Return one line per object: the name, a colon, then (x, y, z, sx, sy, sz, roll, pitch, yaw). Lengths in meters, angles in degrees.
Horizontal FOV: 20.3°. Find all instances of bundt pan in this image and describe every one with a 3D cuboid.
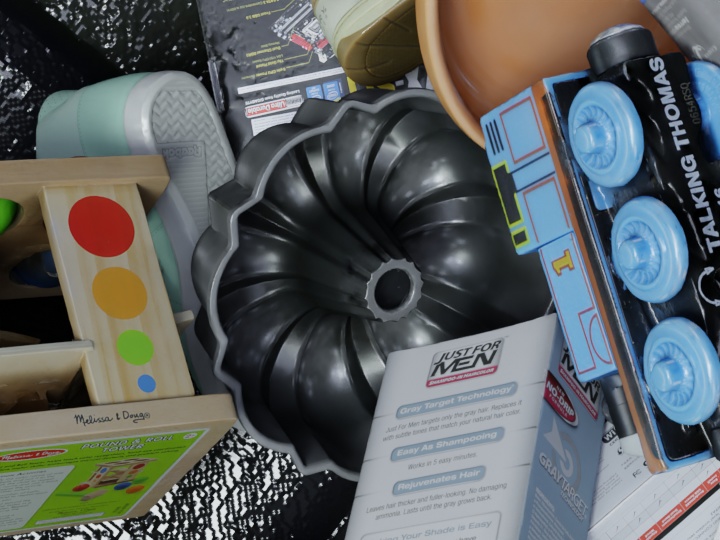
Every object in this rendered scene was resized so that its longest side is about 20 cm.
bundt pan: (0.000, 0.000, 1.016, 0.200, 0.076, 0.204, -9, 110, -27)

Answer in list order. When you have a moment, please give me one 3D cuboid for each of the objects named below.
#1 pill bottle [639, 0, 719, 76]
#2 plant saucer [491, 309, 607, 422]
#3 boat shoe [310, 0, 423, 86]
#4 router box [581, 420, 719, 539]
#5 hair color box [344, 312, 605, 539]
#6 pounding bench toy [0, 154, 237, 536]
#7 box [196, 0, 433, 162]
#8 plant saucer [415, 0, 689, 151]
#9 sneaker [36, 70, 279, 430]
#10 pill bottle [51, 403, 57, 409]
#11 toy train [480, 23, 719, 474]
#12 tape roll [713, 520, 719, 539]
pill bottle: (0.218, -0.099, 0.902, 0.114, 0.114, 0.200, -40, 88, 2)
plant saucer: (0.132, 0.109, 1.057, 0.199, 0.039, 0.203, 0, 88, 4)
boat shoe: (0.061, -0.175, 1.005, 0.199, 0.074, 0.067, -32, 61, -5)
router box: (0.172, 0.138, 0.994, 0.200, 0.049, 0.180, -40, 126, -1)
hair color box: (0.048, 0.123, 0.918, 0.098, 0.061, 0.201, -15, 44, 32)
pounding bench toy: (-0.186, 0.032, 0.942, 0.198, 0.124, 0.157, -4, 65, -32)
box: (0.011, -0.153, 1.067, 0.198, 0.049, 0.161, -13, 90, 4)
plant saucer: (0.104, -0.148, 0.957, 0.199, 0.037, 0.202, -16, 119, -30)
sneaker: (-0.105, -0.012, 1.073, 0.074, 0.118, 0.202, -34, 116, -38)
pill bottle: (-0.259, 0.040, 1.050, 0.113, 0.113, 0.200, -42, 86, 2)
toy train: (0.129, -0.006, 0.899, 0.086, 0.114, 0.202, -13, 82, -31)
tape roll: (0.268, 0.142, 0.968, 0.201, 0.071, 0.204, -12, 120, -21)
